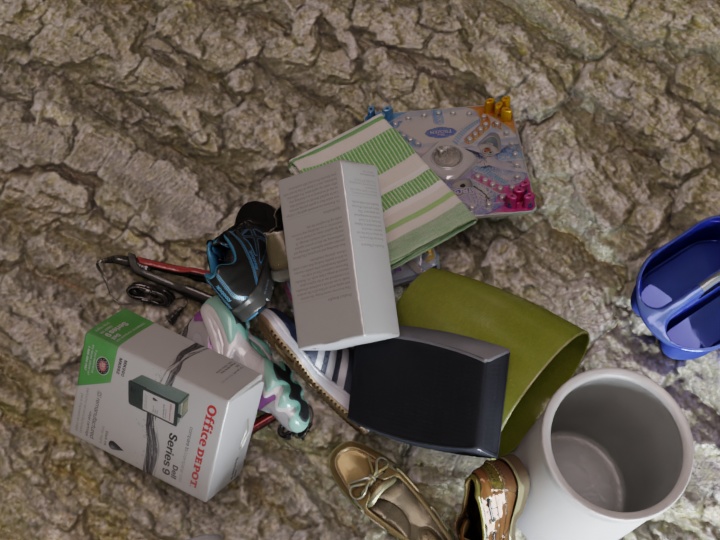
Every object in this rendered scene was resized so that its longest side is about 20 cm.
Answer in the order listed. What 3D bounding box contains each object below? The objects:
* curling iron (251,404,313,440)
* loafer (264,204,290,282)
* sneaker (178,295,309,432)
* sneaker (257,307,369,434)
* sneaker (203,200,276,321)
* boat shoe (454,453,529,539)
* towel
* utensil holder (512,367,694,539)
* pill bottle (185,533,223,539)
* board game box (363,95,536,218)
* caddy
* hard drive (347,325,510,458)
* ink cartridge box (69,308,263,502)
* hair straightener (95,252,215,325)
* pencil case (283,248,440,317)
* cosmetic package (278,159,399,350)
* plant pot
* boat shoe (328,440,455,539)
[{"bbox_3d":[-0.148,0.211,1.502,0.199,0.026,0.050,-22,71,-6],"label":"curling iron"},{"bbox_3d":[-0.062,-0.060,1.513,0.075,0.200,0.070,-12,114,23],"label":"loafer"},{"bbox_3d":[-0.161,0.145,1.498,0.140,0.078,0.200,-41,71,10],"label":"sneaker"},{"bbox_3d":[-0.028,0.093,1.492,0.109,0.070,0.200,-46,106,-13],"label":"sneaker"},{"bbox_3d":[-0.144,-0.031,1.510,0.073,0.082,0.201,-35,31,23],"label":"sneaker"},{"bbox_3d":[0.137,0.296,1.398,0.068,0.201,0.072,-12,32,-26],"label":"boat shoe"},{"bbox_3d":[0.023,-0.096,1.494,0.152,0.023,0.200,-29,60,-19],"label":"towel"},{"bbox_3d":[0.260,0.223,1.391,0.168,0.200,0.171,4,65,-8],"label":"utensil holder"},{"bbox_3d":[-0.175,0.411,1.398,0.108,0.109,0.201,-22,74,-6],"label":"pill bottle"},{"bbox_3d":[0.111,-0.145,1.568,0.198,0.026,0.201,-5,49,-2],"label":"board game box"},{"bbox_3d":[0.428,0.020,1.514,0.199,0.105,0.142,-32,76,-9],"label":"caddy"},{"bbox_3d":[0.071,0.135,1.396,0.199,0.042,0.136,8,93,38],"label":"hard drive"},{"bbox_3d":[-0.228,0.156,1.440,0.199,0.084,0.147,23,115,17],"label":"ink cartridge box"},{"bbox_3d":[-0.241,0.027,1.550,0.198,0.041,0.078,15,74,-1],"label":"hair straightener"},{"bbox_3d":[0.000,0.000,1.537,0.199,0.083,0.091,-21,64,-5],"label":"pencil case"},{"bbox_3d":[-0.025,-0.015,1.408,0.101,0.071,0.202,-14,79,38],"label":"cosmetic package"},{"bbox_3d":[0.137,0.092,1.469,0.200,0.187,0.187,37,76,21],"label":"plant pot"},{"bbox_3d":[0.042,0.278,1.461,0.073,0.063,0.201,-41,77,-11],"label":"boat shoe"}]
